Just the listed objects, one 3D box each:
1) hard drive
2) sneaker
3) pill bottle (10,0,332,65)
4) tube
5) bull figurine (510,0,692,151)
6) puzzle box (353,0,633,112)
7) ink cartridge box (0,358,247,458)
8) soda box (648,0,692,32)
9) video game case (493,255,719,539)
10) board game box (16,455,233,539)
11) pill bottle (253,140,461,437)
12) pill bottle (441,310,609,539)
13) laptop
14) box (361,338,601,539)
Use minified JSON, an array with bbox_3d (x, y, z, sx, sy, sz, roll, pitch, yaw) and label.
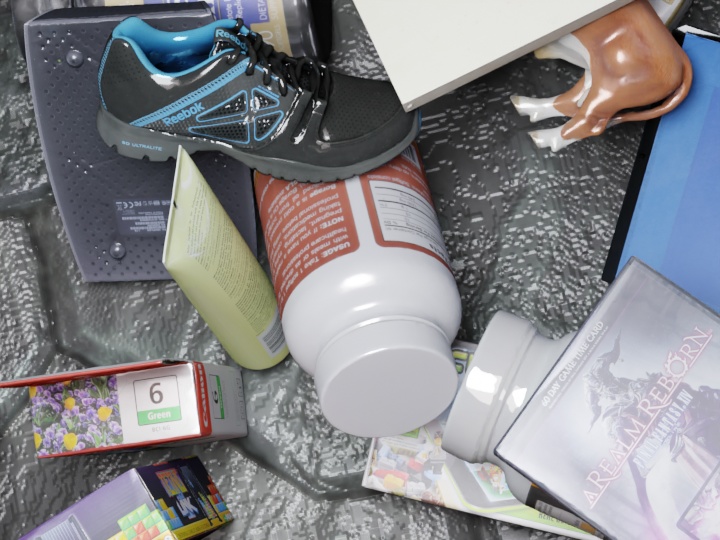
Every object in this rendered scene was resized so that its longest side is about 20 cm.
[{"bbox_3d":[-0.137,-0.084,1.217,0.134,0.042,0.201,-2,126,7],"label":"hard drive"},{"bbox_3d":[-0.060,-0.105,1.125,0.198,0.082,0.073,2,42,-5],"label":"sneaker"},{"bbox_3d":[-0.124,-0.180,1.239,0.198,0.112,0.113,-4,85,8],"label":"pill bottle"},{"bbox_3d":[-0.089,0.001,1.176,0.052,0.200,0.058,-38,63,-5],"label":"tube"},{"bbox_3d":[0.121,-0.172,1.161,0.121,0.065,0.201,-34,79,9],"label":"bull figurine"},{"bbox_3d":[0.087,-0.197,1.120,0.199,0.025,0.134,-25,80,3],"label":"puzzle box"},{"bbox_3d":[-0.146,0.089,1.179,0.108,0.200,0.051,-8,85,8],"label":"ink cartridge box"},{"bbox_3d":[0.120,-0.210,1.228,0.199,0.064,0.068,35,92,9],"label":"soda box"},{"bbox_3d":[0.197,0.105,1.066,0.199,0.019,0.143,36,82,10],"label":"video game case"},{"bbox_3d":[-0.193,0.194,1.198,0.199,0.165,0.057,-32,82,5],"label":"board game box"},{"bbox_3d":[0.000,0.000,1.164,0.111,0.112,0.201,-19,48,7],"label":"pill bottle"},{"bbox_3d":[0.157,0.106,1.138,0.199,0.116,0.117,23,90,9],"label":"pill bottle"},{"bbox_3d":[0.247,-0.031,1.120,0.103,0.200,0.178,7,110,-17],"label":"laptop"},{"bbox_3d":[0.109,0.111,1.221,0.199,0.035,0.111,12,88,10],"label":"box"}]
